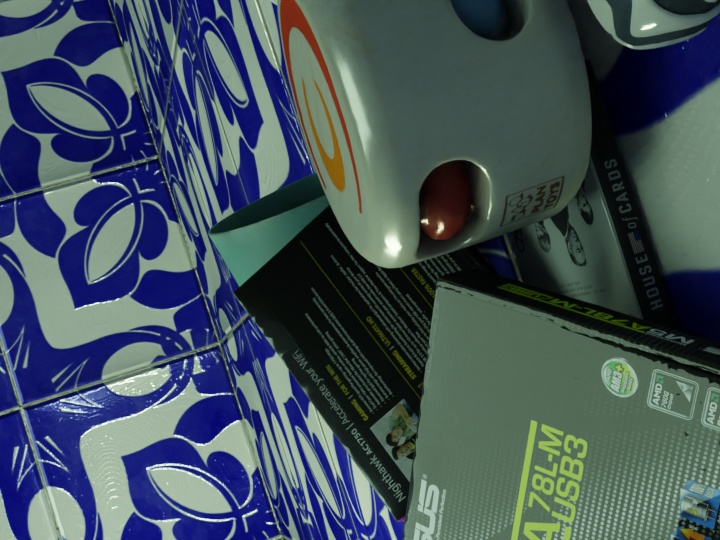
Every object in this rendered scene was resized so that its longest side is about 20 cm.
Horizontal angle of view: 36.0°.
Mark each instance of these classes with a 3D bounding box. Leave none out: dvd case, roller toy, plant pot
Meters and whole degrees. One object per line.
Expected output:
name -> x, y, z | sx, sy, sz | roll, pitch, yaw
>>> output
dvd case -> 0.135, -0.017, 0.700 | 0.150, 0.025, 0.200 | 159, 93, -75
roller toy -> 0.044, -0.102, 0.624 | 0.182, 0.140, 0.200 | -135, 28, -71
plant pot -> 0.000, 0.000, 0.907 | 0.161, 0.200, 0.201 | 66, 167, -11

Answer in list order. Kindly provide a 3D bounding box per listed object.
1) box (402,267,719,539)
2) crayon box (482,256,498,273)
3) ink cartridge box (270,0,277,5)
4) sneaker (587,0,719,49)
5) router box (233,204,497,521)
box -> 0.117, 0.118, 0.606 | 0.193, 0.047, 0.200 | 18, 110, 32
crayon box -> 0.078, 0.107, 0.765 | 0.200, 0.127, 0.051 | 65, -170, 20
ink cartridge box -> -0.092, -0.368, 1.102 | 0.200, 0.047, 0.198 | -135, 33, -58
sneaker -> 0.111, -0.205, 0.466 | 0.130, 0.079, 0.199 | 123, 128, -70
router box -> 0.028, 0.043, 0.740 | 0.200, 0.149, 0.051 | 52, -171, 23
